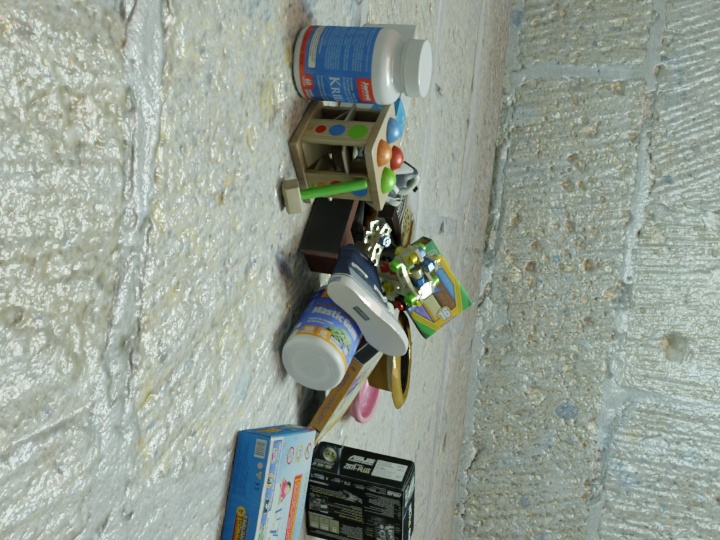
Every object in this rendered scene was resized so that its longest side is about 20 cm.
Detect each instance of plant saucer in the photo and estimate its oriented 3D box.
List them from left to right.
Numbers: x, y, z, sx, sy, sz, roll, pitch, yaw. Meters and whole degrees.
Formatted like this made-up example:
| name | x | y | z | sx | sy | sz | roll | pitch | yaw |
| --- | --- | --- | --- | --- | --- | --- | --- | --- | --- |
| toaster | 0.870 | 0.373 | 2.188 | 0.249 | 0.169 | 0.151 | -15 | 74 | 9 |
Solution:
| name | x | y | z | sx | sy | sz | roll | pitch | yaw |
| --- | --- | --- | --- | --- | --- | --- | --- | --- | --- |
| plant saucer | 0.005 | 0.221 | 1.598 | 0.200 | 0.050 | 0.206 | 8 | 90 | -72 |

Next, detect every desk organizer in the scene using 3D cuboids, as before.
| name | x | y | z | sx | sy | sz | roll | pitch | yaw |
| --- | --- | --- | --- | --- | --- | --- | --- | --- | --- |
| desk organizer | -0.039 | -0.098 | 1.301 | 0.077 | 0.070 | 0.204 | 71 | 31 | -59 |

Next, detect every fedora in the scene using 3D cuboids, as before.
| name | x | y | z | sx | sy | sz | roll | pitch | yaw |
| --- | --- | --- | --- | --- | --- | --- | --- | --- | --- |
| fedora | 0.056 | 0.180 | 1.530 | 0.200 | 0.080 | 0.206 | 0 | 90 | -77 |

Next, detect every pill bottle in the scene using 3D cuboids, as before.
| name | x | y | z | sx | sy | sz | roll | pitch | yaw |
| --- | --- | --- | --- | --- | --- | --- | --- | --- | --- |
| pill bottle | -0.049 | 0.095 | 1.271 | 0.201 | 0.109 | 0.114 | -63 | 154 | -48 |
| pill bottle | 0.005 | -0.313 | 1.141 | 0.112 | 0.195 | 0.115 | 7 | 90 | -72 |

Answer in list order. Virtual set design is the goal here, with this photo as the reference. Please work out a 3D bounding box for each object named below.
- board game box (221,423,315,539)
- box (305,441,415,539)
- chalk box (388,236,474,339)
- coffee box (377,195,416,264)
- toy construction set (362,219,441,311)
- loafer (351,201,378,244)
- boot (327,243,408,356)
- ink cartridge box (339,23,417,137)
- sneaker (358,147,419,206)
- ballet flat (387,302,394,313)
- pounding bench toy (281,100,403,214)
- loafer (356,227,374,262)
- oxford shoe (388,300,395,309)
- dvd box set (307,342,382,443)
| name | x | y | z | sx | sy | sz | roll | pitch | yaw |
| --- | --- | --- | --- | --- | --- | --- | --- | --- | --- |
| board game box | -0.141 | 0.350 | 1.167 | 0.196 | 0.055 | 0.205 | 29 | 69 | -72 |
| box | 0.000 | 0.433 | 1.416 | 0.086 | 0.195 | 0.168 | -49 | 142 | -60 |
| chalk box | 0.118 | 0.012 | 1.514 | 0.202 | 0.123 | 0.125 | 56 | 1 | -8 |
| coffee box | 0.061 | -0.104 | 1.602 | 0.201 | 0.078 | 0.115 | 69 | 34 | -57 |
| toy construction set | 0.058 | -0.007 | 1.272 | 0.091 | 0.199 | 0.133 | -27 | 121 | -18 |
| loafer | 0.001 | -0.109 | 1.419 | 0.202 | 0.071 | 0.074 | -65 | 155 | -46 |
| boot | 0.024 | 0.050 | 1.233 | 0.201 | 0.072 | 0.092 | 51 | 42 | -33 |
| ink cartridge box | 0.039 | -0.352 | 1.377 | 0.067 | 0.113 | 0.204 | 60 | 41 | -62 |
| sneaker | 0.060 | -0.205 | 1.437 | 0.080 | 0.128 | 0.202 | -49 | -161 | 44 |
| ballet flat | 0.030 | 0.084 | 1.441 | 0.069 | 0.074 | 0.200 | 64 | -1 | 2 |
| pounding bench toy | -0.023 | -0.161 | 1.183 | 0.126 | 0.152 | 0.202 | 78 | 26 | -47 |
| loafer | 0.000 | 0.000 | 1.450 | 0.076 | 0.066 | 0.204 | 41 | 64 | -69 |
| oxford shoe | 0.064 | 0.056 | 1.600 | 0.199 | 0.057 | 0.076 | -42 | 149 | -17 |
| dvd box set | -0.026 | 0.216 | 1.364 | 0.202 | 0.029 | 0.146 | -59 | 168 | 23 |
